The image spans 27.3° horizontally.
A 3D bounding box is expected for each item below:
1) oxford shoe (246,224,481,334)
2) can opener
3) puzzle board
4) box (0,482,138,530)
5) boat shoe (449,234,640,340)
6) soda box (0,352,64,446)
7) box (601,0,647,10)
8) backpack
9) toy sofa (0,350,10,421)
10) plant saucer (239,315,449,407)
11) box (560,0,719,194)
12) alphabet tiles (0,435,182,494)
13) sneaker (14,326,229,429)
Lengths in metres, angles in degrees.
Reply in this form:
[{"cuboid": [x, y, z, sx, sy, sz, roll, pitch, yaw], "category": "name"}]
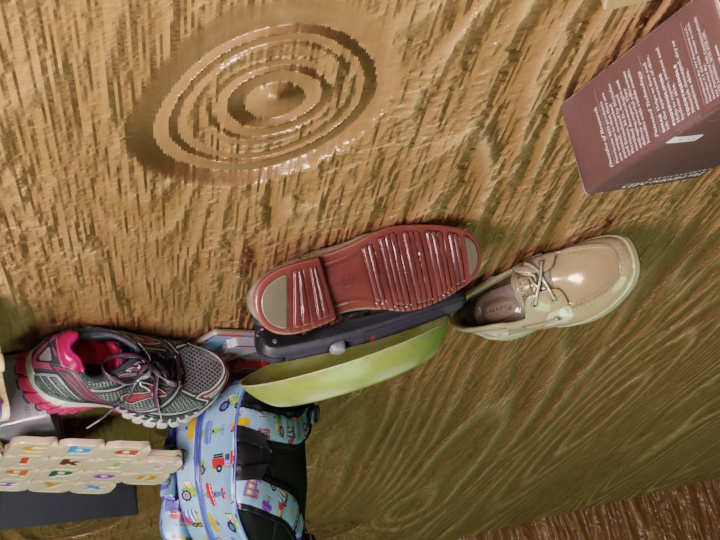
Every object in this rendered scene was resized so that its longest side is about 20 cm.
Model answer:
[{"cuboid": [0.000, 0.000, 1.213, 0.199, 0.071, 0.075, -10, -171, -17], "category": "oxford shoe"}, {"cuboid": [0.000, 0.039, 1.301, 0.199, 0.064, 0.079, -8, 161, -18], "category": "can opener"}, {"cuboid": [-0.115, 0.094, 1.456, 0.150, 0.017, 0.200, -28, 158, 38], "category": "puzzle board"}, {"cuboid": [-0.351, 0.226, 1.526, 0.199, 0.079, 0.141, 2, 173, -43], "category": "box"}, {"cuboid": [0.168, 0.019, 1.367, 0.065, 0.072, 0.200, 2, 162, -45], "category": "boat shoe"}, {"cuboid": [-0.311, 0.134, 1.348, 0.068, 0.064, 0.200, -11, 163, -10], "category": "soda box"}, {"cuboid": [0.212, -0.209, 0.775, 0.163, 0.021, 0.200, -14, 162, 0], "category": "box"}, {"cuboid": [-0.125, 0.193, 1.427, 0.134, 0.184, 0.200, -2, 166, 14], "category": "backpack"}, {"cuboid": [-0.337, 0.099, 1.162, 0.082, 0.098, 0.200, -5, 161, -25], "category": "toy sofa"}, {"cuboid": [-0.010, 0.084, 1.338, 0.199, 0.031, 0.200, -18, -177, 1], "category": "plant saucer"}, {"cuboid": [0.221, -0.116, 0.952, 0.100, 0.075, 0.200, -10, 170, -21], "category": "box"}, {"cuboid": [-0.266, 0.174, 1.331, 0.199, 0.015, 0.196, 5, 159, -19], "category": "alphabet tiles"}, {"cuboid": [-0.194, 0.090, 1.278, 0.199, 0.081, 0.075, 3, 153, -43], "category": "sneaker"}]
